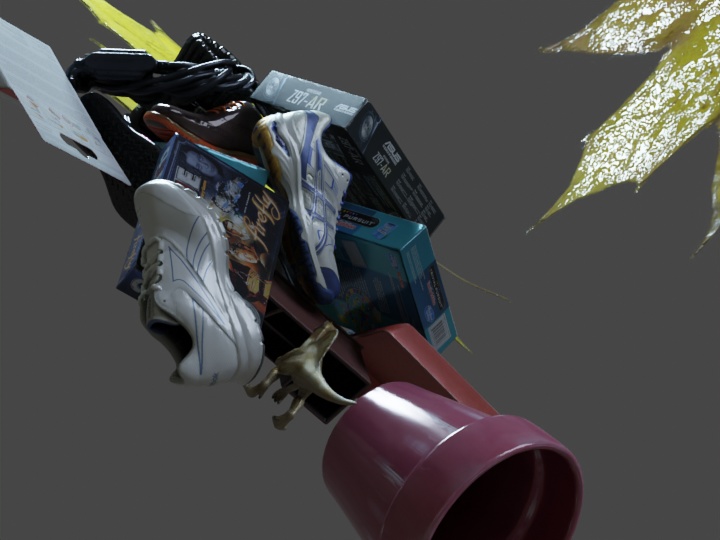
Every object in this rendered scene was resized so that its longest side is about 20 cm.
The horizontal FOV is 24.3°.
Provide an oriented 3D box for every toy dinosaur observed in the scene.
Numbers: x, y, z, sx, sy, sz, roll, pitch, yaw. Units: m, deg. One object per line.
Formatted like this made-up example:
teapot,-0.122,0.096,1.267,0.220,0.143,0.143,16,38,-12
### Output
toy dinosaur,-0.055,0.095,1.560,0.058,0.101,0.200,44,11,-14

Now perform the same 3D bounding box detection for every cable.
cable,-0.209,-0.197,1.789,0.163,0.199,0.051,52,38,-83

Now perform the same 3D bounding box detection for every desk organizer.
desk organizer,-0.082,0.060,1.685,0.200,0.072,0.077,42,13,-26

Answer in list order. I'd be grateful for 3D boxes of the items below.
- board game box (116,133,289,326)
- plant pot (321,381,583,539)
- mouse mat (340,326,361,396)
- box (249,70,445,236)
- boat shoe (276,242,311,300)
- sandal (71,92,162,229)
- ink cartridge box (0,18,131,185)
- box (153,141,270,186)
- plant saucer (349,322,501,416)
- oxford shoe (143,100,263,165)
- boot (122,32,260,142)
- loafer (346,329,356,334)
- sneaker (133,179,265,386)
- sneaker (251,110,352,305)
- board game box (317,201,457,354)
board game box,-0.144,-0.026,1.570,0.135,0.035,0.200,31,38,-19
plant pot,0.068,0.195,1.490,0.179,0.200,0.200,35,-1,42
mouse mat,-0.051,0.069,1.968,0.161,0.008,0.200,44,9,-17
box,-0.014,-0.123,1.834,0.160,0.044,0.200,21,-24,44
boat shoe,-0.103,-0.010,1.761,0.200,0.072,0.071,62,37,-52
sandal,-0.233,-0.109,1.704,0.200,0.075,0.045,51,8,35
ink cartridge box,-0.324,-0.165,1.637,0.200,0.057,0.162,61,14,24
box,-0.166,-0.098,1.751,0.082,0.049,0.200,20,-2,-20
plant saucer,0.059,0.129,1.806,0.200,0.037,0.200,45,-23,-14
oxford shoe,-0.157,-0.157,1.832,0.071,0.073,0.200,17,-1,39
boot,-0.162,-0.154,1.927,0.211,0.158,0.079,42,10,-25
loafer,0.046,0.094,1.938,0.072,0.063,0.200,49,-10,-29
sneaker,-0.154,0.010,1.442,0.087,0.075,0.200,-11,67,-38
sneaker,-0.041,-0.067,1.701,0.075,0.088,0.201,175,-101,-71
board game box,0.000,0.000,1.797,0.200,0.047,0.151,19,-41,39
